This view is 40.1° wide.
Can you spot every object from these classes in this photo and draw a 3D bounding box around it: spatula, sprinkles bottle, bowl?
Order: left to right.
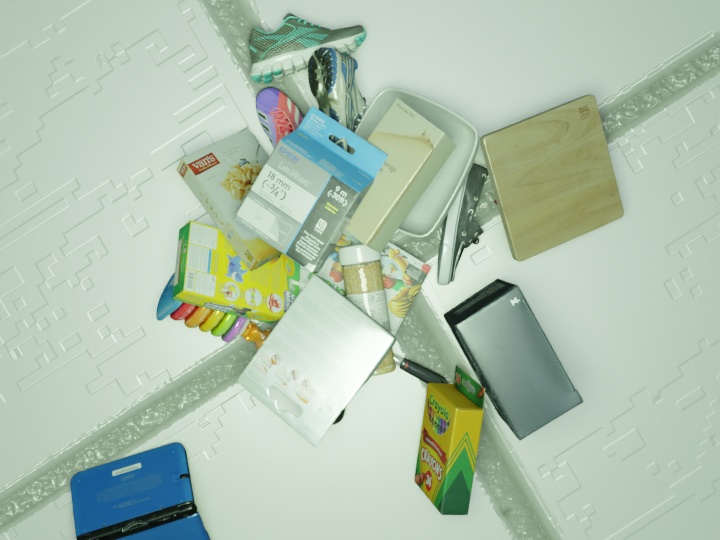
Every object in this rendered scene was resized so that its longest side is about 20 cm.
[{"bbox_3d":[0.011,0.060,1.539,0.067,0.068,0.205,-8,91,-1],"label":"sprinkles bottle"},{"bbox_3d":[0.053,0.142,1.596,0.197,0.021,0.057,28,90,-2],"label":"spatula"},{"bbox_3d":[0.079,-0.165,1.545,0.197,0.074,0.203,29,93,22],"label":"bowl"}]

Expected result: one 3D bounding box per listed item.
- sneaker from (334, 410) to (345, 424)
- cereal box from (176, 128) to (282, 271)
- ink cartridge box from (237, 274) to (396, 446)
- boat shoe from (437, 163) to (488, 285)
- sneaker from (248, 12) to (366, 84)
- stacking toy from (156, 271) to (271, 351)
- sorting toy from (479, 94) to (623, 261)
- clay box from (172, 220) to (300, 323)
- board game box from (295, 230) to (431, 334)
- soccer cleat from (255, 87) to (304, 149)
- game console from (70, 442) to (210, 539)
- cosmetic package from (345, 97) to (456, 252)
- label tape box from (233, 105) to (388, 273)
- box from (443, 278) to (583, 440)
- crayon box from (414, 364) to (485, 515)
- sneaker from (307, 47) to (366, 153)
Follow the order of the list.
[{"bbox_3d":[-0.069,0.153,1.556,0.071,0.112,0.205,-13,92,0],"label":"sneaker"},{"bbox_3d":[-0.172,-0.112,1.526,0.143,0.040,0.201,-32,81,-41],"label":"cereal box"},{"bbox_3d":[-0.065,0.134,1.483,0.159,0.047,0.201,37,89,9],"label":"ink cartridge box"},{"bbox_3d":[0.167,-0.073,1.579,0.065,0.070,0.205,11,84,0],"label":"boat shoe"},{"bbox_3d":[-0.089,-0.367,1.560,0.196,0.078,0.093,-16,87,-3],"label":"sneaker"},{"bbox_3d":[-0.215,0.069,1.565,0.198,0.109,0.118,35,57,-17],"label":"stacking toy"},{"bbox_3d":[0.292,-0.147,1.550,0.197,0.069,0.203,-22,104,-13],"label":"sorting toy"},{"bbox_3d":[-0.186,0.008,1.513,0.197,0.047,0.117,17,63,-32],"label":"clay box"},{"bbox_3d":[0.000,0.000,1.590,0.198,0.035,0.128,30,92,-2],"label":"board game box"},{"bbox_3d":[-0.112,-0.205,1.553,0.067,0.073,0.203,-26,81,5],"label":"soccer cleat"},{"bbox_3d":[-0.354,0.401,1.606,0.196,0.119,0.173,-16,61,-1],"label":"game console"},{"bbox_3d":[0.042,-0.141,1.478,0.103,0.073,0.202,37,96,22],"label":"cosmetic package"},{"bbox_3d":[-0.072,-0.120,1.429,0.143,0.063,0.202,32,95,7],"label":"label tape box"},{"bbox_3d":[0.228,0.130,1.517,0.116,0.200,0.199,-30,92,0],"label":"box"},{"bbox_3d":[0.138,0.261,1.541,0.050,0.127,0.205,5,99,-17],"label":"crayon box"},{"bbox_3d":[-0.025,-0.239,1.523,0.084,0.076,0.205,-5,95,-41],"label":"sneaker"}]
